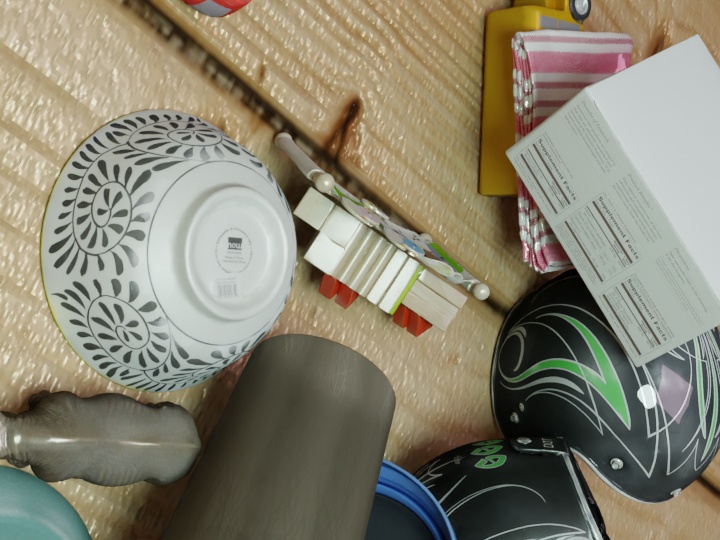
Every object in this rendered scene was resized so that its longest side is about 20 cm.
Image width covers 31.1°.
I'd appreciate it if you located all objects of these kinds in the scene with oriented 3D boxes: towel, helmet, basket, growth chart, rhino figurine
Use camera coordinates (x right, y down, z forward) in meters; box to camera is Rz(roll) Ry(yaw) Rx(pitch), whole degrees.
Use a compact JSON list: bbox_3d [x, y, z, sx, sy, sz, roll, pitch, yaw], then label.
[{"bbox_3d":[0.192,-0.105,1.113,0.145,0.030,0.203,-8,97,-40],"label":"towel"},{"bbox_3d":[0.104,0.238,1.018,0.189,0.201,0.202,-24,113,8],"label":"helmet"},{"bbox_3d":[0.229,0.096,1.129,0.198,0.189,0.203,-1,91,-41],"label":"helmet"},{"bbox_3d":[-0.055,0.156,0.869,0.135,0.181,0.202,26,52,-8],"label":"basket"},{"bbox_3d":[0.016,-0.038,0.983,0.199,0.145,0.018,34,96,-35],"label":"growth chart"},{"bbox_3d":[-0.190,0.106,0.830,0.198,0.087,0.061,9,85,-41],"label":"rhino figurine"}]

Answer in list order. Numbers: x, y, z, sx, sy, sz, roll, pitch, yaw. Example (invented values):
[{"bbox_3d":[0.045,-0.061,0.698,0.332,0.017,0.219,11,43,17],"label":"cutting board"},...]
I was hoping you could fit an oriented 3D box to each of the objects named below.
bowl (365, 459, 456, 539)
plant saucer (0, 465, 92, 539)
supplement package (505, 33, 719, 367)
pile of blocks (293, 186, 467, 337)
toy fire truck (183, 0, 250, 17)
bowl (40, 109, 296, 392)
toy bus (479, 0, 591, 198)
[{"bbox_3d":[-0.022,0.228,0.918,0.202,0.199,0.040,-60,148,-22],"label":"bowl"},{"bbox_3d":[-0.244,0.227,0.822,0.198,0.036,0.203,-1,92,-41],"label":"plant saucer"},{"bbox_3d":[0.244,-0.058,1.026,0.155,0.111,0.202,-27,84,-37],"label":"supplement package"},{"bbox_3d":[0.000,0.000,1.007,0.199,0.082,0.063,34,90,-44],"label":"pile of blocks"},{"bbox_3d":[-0.055,-0.255,0.963,0.141,0.048,0.202,40,66,-35],"label":"toy fire truck"},{"bbox_3d":[-0.110,-0.013,0.893,0.199,0.094,0.204,-1,92,-40],"label":"bowl"},{"bbox_3d":[0.151,-0.165,1.138,0.078,0.065,0.203,2,91,-39],"label":"toy bus"}]
